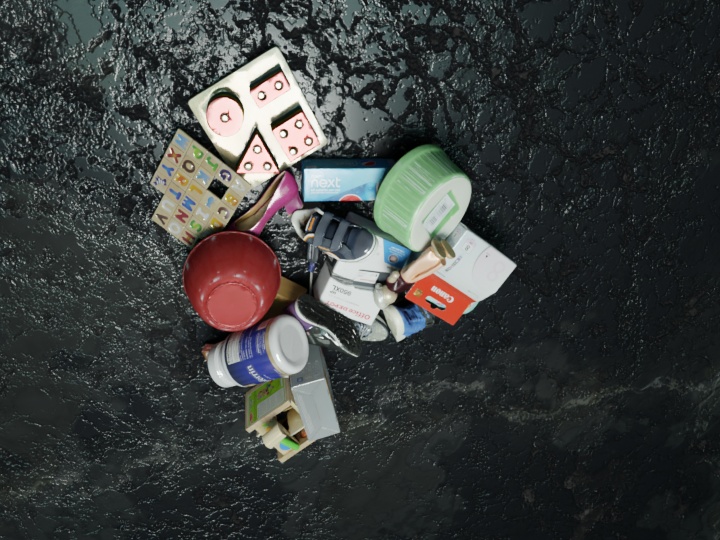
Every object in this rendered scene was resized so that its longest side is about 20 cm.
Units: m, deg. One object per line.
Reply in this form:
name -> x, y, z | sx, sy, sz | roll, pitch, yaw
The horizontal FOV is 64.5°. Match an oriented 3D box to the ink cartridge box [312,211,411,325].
ink cartridge box -> 0.000, 0.000, 1.241 | 0.141, 0.085, 0.203 | 19, 113, -20

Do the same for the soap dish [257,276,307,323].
soap dish -> -0.233, 0.071, 1.231 | 0.197, 0.082, 0.159 | 27, 109, -25

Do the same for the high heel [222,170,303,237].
high heel -> -0.209, -0.119, 1.130 | 0.196, 0.068, 0.097 | -26, 140, -3

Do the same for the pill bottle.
pill bottle -> -0.211, 0.170, 1.159 | 0.196, 0.117, 0.116 | -20, 124, 30

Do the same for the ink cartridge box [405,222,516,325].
ink cartridge box -> 0.216, 0.021, 1.230 | 0.160, 0.057, 0.202 | 29, 102, -27

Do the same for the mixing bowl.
mixing bowl -> -0.246, 0.040, 1.102 | 0.194, 0.109, 0.205 | -6, 119, -10

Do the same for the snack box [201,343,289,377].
snack box -> -0.254, 0.201, 1.276 | 0.194, 0.025, 0.073 | 2, 134, 17

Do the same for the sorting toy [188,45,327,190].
sorting toy -> -0.187, -0.270, 1.066 | 0.195, 0.070, 0.202 | -29, 120, 4

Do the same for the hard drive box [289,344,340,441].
hard drive box -> -0.110, 0.247, 1.283 | 0.075, 0.201, 0.159 | -15, 121, -4

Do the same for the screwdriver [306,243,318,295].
screwdriver -> -0.112, 0.018, 1.247 | 0.028, 0.028, 0.206 | 8, 108, -7

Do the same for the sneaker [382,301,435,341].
sneaker -> 0.114, 0.099, 1.282 | 0.109, 0.078, 0.200 | -29, 161, -2

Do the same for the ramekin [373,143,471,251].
ramekin -> 0.129, -0.136, 1.135 | 0.198, 0.098, 0.203 | -32, 147, -24

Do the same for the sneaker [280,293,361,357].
sneaker -> -0.084, 0.128, 1.223 | 0.087, 0.077, 0.199 | -31, 122, 34

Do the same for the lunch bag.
lunch bag -> 0.204, -0.002, 1.288 | 0.196, 0.077, 0.163 | 22, 109, -22

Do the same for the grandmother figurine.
grandmother figurine -> 0.096, 0.013, 1.161 | 0.120, 0.062, 0.199 | 8, 140, -46

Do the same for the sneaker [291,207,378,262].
sneaker -> -0.059, -0.071, 1.126 | 0.079, 0.196, 0.080 | 37, 73, -52

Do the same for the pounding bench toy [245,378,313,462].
pounding bench toy -> -0.174, 0.367, 1.332 | 0.123, 0.201, 0.157 | -33, 119, 7

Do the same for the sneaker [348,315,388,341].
sneaker -> -0.020, 0.133, 1.307 | 0.196, 0.086, 0.078 | 19, 113, -21

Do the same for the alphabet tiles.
alphabet tiles -> -0.324, -0.142, 1.102 | 0.166, 0.008, 0.201 | 36, 118, -9

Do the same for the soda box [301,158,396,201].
soda box -> -0.020, -0.183, 1.151 | 0.194, 0.065, 0.070 | -2, 119, -10
